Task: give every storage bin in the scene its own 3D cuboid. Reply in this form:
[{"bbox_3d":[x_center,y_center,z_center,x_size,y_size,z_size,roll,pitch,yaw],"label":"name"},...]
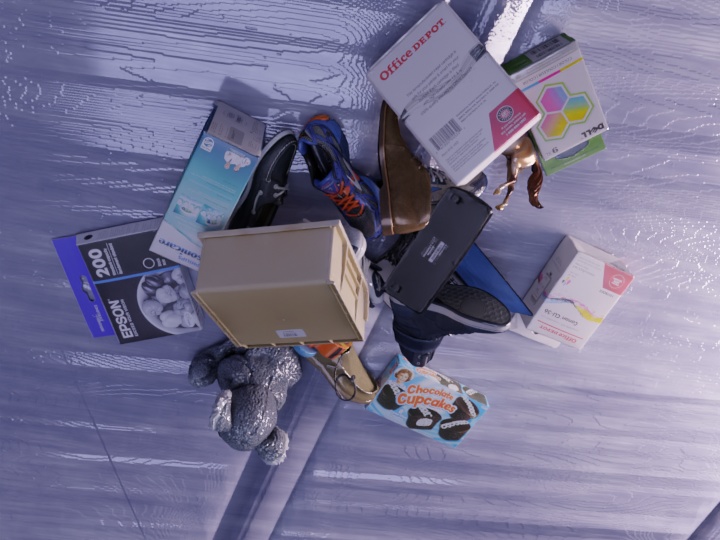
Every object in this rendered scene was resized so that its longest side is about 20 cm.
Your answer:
[{"bbox_3d":[-0.103,0.030,1.032,0.199,0.094,0.199,-5,149,12],"label":"storage bin"}]

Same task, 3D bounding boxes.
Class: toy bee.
[{"bbox_3d":[-0.060,0.104,1.185,0.130,0.109,0.201,-18,94,31],"label":"toy bee"}]

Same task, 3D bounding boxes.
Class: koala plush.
[{"bbox_3d":[-0.184,0.213,1.214,0.184,0.200,0.177,-36,115,21],"label":"koala plush"}]

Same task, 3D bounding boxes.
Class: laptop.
[{"bbox_3d":[0.135,0.038,1.193,0.200,0.116,0.187,-36,115,15],"label":"laptop"}]

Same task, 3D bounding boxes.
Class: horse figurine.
[{"bbox_3d":[0.210,-0.179,1.100,0.200,0.050,0.133,41,75,-17],"label":"horse figurine"}]

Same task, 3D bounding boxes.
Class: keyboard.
[{"bbox_3d":[0.105,-0.040,1.103,0.104,0.040,0.200,34,109,1],"label":"keyboard"}]

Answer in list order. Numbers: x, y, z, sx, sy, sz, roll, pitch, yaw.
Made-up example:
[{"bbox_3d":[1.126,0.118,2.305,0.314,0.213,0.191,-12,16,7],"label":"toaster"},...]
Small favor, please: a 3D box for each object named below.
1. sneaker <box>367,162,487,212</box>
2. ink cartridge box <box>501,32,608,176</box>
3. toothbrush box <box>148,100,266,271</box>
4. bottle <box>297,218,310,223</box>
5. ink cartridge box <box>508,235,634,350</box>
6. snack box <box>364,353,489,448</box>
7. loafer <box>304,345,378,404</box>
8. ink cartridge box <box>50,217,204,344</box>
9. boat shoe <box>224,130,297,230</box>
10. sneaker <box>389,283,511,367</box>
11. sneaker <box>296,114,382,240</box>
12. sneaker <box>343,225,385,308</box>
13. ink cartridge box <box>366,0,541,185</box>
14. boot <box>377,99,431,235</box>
[{"bbox_3d":[0.094,-0.129,1.123,0.199,0.077,0.086,-13,115,3],"label":"sneaker"},{"bbox_3d":[0.294,-0.232,1.086,0.103,0.059,0.200,-26,118,9],"label":"ink cartridge box"},{"bbox_3d":[-0.218,-0.122,1.064,0.085,0.147,0.200,24,116,-15],"label":"toothbrush box"},{"bbox_3d":[-0.150,-0.005,1.169,0.200,0.084,0.065,-37,114,17],"label":"bottle"},{"bbox_3d":[0.349,0.055,1.244,0.116,0.068,0.201,21,115,-15],"label":"ink cartridge box"},{"bbox_3d":[0.121,0.241,1.350,0.199,0.037,0.116,27,114,-17],"label":"snack box"},{"bbox_3d":[-0.034,0.155,1.270,0.067,0.076,0.200,-37,115,23],"label":"loafer"},{"bbox_3d":[-0.377,0.025,1.195,0.199,0.043,0.199,-10,120,3],"label":"ink cartridge box"},{"bbox_3d":[-0.138,-0.117,1.107,0.060,0.076,0.200,43,124,15],"label":"boat shoe"},{"bbox_3d":[0.141,0.096,1.174,0.201,0.077,0.147,16,129,26],"label":"sneaker"},{"bbox_3d":[-0.034,-0.127,1.084,0.075,0.078,0.200,-29,100,35],"label":"sneaker"},{"bbox_3d":[0.000,0.000,1.143,0.129,0.080,0.199,19,151,-16],"label":"sneaker"},{"bbox_3d":[0.128,-0.239,1.012,0.145,0.084,0.200,-41,86,16],"label":"ink cartridge box"},{"bbox_3d":[0.061,-0.151,1.068,0.075,0.074,0.201,-5,81,6],"label":"boot"}]
